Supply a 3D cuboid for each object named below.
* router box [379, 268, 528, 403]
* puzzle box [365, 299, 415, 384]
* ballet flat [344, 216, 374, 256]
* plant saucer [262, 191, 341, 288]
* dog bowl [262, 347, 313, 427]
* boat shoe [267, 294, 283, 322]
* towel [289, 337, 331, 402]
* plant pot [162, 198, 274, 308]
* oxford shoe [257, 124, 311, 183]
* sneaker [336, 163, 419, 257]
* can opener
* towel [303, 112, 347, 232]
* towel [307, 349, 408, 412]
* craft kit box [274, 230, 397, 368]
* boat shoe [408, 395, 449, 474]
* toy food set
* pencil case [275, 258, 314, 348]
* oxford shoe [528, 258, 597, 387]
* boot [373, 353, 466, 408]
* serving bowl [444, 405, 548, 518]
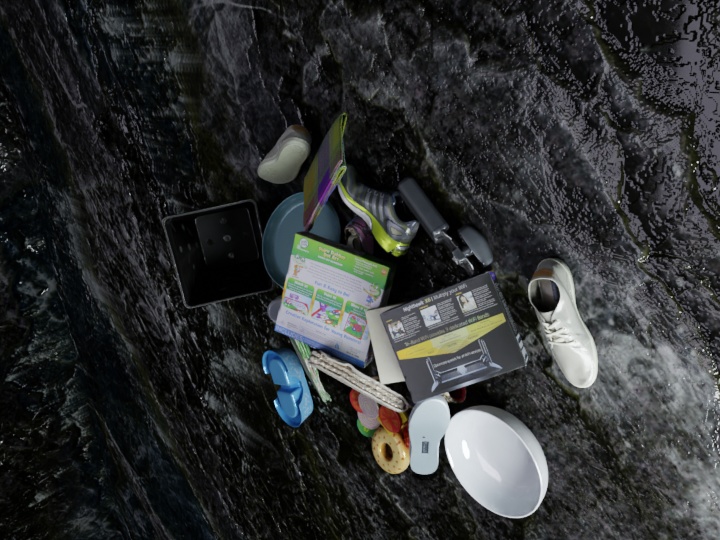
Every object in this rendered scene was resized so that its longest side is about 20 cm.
[{"bbox_3d":[0.150,0.107,1.039,0.198,0.052,0.159,-22,88,20],"label":"router box"},{"bbox_3d":[0.115,0.115,1.093,0.198,0.025,0.135,-12,91,19],"label":"puzzle box"},{"bbox_3d":[0.000,0.000,1.218,0.069,0.071,0.202,6,113,43],"label":"ballet flat"},{"bbox_3d":[-0.116,-0.058,1.294,0.198,0.027,0.203,-7,78,31],"label":"plant saucer"},{"bbox_3d":[-0.176,0.281,1.571,0.111,0.049,0.202,-5,105,49],"label":"dog bowl"},{"bbox_3d":[-0.090,0.060,1.286,0.057,0.197,0.069,-120,23,-74],"label":"boat shoe"},{"bbox_3d":[-0.126,0.182,1.416,0.153,0.023,0.202,43,157,58],"label":"towel"},{"bbox_3d":[-0.304,-0.056,1.425,0.178,0.198,0.202,-110,8,-74],"label":"plant pot"},{"bbox_3d":[-0.149,-0.229,1.279,0.200,0.074,0.058,-31,46,58],"label":"oxford shoe"},{"bbox_3d":[0.035,-0.123,1.133,0.200,0.074,0.081,50,124,15],"label":"sneaker"},{"bbox_3d":[0.140,-0.078,1.050,0.201,0.067,0.053,56,179,20],"label":"can opener"},{"bbox_3d":[-0.068,-0.180,1.192,0.200,0.023,0.145,125,151,-46],"label":"towel"},{"bbox_3d":[-0.008,0.202,1.184,0.199,0.035,0.133,30,170,-3],"label":"towel"},{"bbox_3d":[-0.050,0.051,1.184,0.198,0.048,0.200,21,109,19],"label":"craft kit box"},{"bbox_3d":[0.118,0.273,1.160,0.070,0.091,0.202,4,127,0],"label":"boat shoe"},{"bbox_3d":[0.056,0.312,1.325,0.199,0.048,0.200,53,139,16],"label":"toy food set"},{"bbox_3d":[-0.109,0.063,1.361,0.090,0.083,0.201,-31,83,25],"label":"pencil case"},{"bbox_3d":[0.294,0.083,0.940,0.075,0.057,0.202,-9,103,47],"label":"oxford shoe"},{"bbox_3d":[0.104,0.164,1.180,0.150,0.073,0.202,-12,102,51],"label":"boot"},{"bbox_3d":[0.243,0.320,1.106,0.199,0.065,0.202,24,124,40],"label":"serving bowl"}]
